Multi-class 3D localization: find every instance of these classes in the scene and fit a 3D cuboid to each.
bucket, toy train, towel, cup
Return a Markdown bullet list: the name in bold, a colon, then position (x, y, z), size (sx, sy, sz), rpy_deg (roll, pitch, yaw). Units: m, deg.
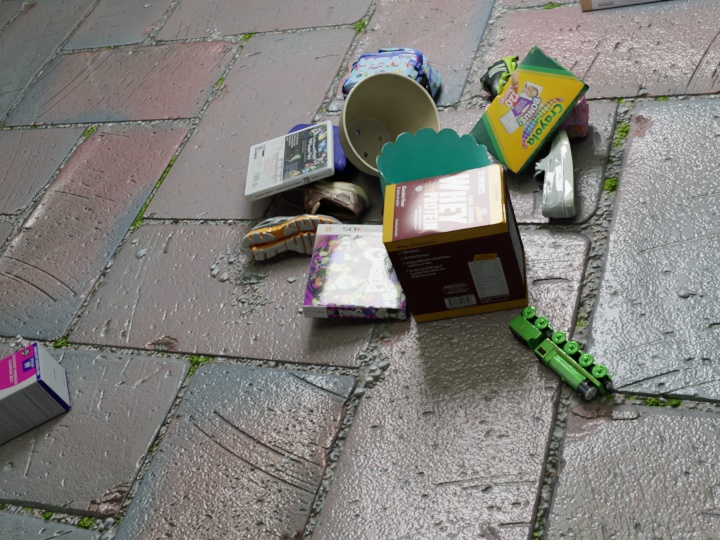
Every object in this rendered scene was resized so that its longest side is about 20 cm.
- **bucket**: position (0.132, -0.144, 1.600), size (0.205, 0.135, 0.208), rpy_deg (-3, 43, 2)
- **toy train**: position (0.301, 0.125, 1.370), size (0.056, 0.042, 0.200), rpy_deg (-42, 46, -3)
- **towel**: position (-0.080, -0.250, 1.886), size (0.199, 0.050, 0.148), rpy_deg (8, 46, 30)
- **cup**: position (0.036, -0.266, 1.751), size (0.200, 0.200, 0.143), rpy_deg (-46, 10, -20)

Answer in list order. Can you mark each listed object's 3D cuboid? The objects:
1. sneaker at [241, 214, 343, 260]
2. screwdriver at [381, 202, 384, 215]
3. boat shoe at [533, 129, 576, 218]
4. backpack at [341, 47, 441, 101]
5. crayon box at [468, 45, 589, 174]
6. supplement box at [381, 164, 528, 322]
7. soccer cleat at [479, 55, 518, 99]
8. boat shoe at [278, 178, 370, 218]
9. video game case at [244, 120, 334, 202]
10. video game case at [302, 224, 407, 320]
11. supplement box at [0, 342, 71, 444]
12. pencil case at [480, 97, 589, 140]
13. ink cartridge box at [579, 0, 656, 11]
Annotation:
- **sneaker**: position (-0.128, -0.075, 1.724), size (0.198, 0.079, 0.077), rpy_deg (-6, 27, 10)
- **screwdriver**: position (0.074, -0.179, 1.761), size (0.028, 0.029, 0.201), rpy_deg (-1, 50, 23)
- **boat shoe**: position (0.344, -0.174, 1.607), size (0.071, 0.070, 0.202), rpy_deg (-6, 49, 16)
- **backpack**: position (0.072, -0.400, 1.895), size (0.181, 0.135, 0.201), rpy_deg (7, 49, 27)
- **crayon box**: position (0.305, -0.289, 1.641), size (0.119, 0.058, 0.200), rpy_deg (41, 108, 14)
- **supplement box**: position (0.157, -0.040, 1.470), size (0.196, 0.201, 0.133), rpy_deg (-9, 46, 15)
- **soccer cleat**: position (0.278, -0.375, 1.817), size (0.081, 0.068, 0.200), rpy_deg (-17, 24, 26)
- **boat shoe**: position (-0.081, -0.133, 1.759), size (0.199, 0.072, 0.072), rpy_deg (11, 53, 24)
- **video game case**: position (-0.141, -0.221, 1.810), size (0.181, 0.023, 0.201), rpy_deg (-17, 34, 10)
- **video game case**: position (0.000, 0.000, 1.596), size (0.180, 0.036, 0.201), rpy_deg (1, 49, 9)
- **supplement box**: position (-0.645, 0.235, 1.638), size (0.199, 0.104, 0.101), rpy_deg (-29, 45, -1)
- **pencil case**: position (0.331, -0.287, 1.710), size (0.198, 0.088, 0.088), rpy_deg (-3, 48, 23)
- **ink cartridge box**: position (0.574, -0.649, 1.947), size (0.198, 0.075, 0.166), rpy_deg (-1, 50, 22)
